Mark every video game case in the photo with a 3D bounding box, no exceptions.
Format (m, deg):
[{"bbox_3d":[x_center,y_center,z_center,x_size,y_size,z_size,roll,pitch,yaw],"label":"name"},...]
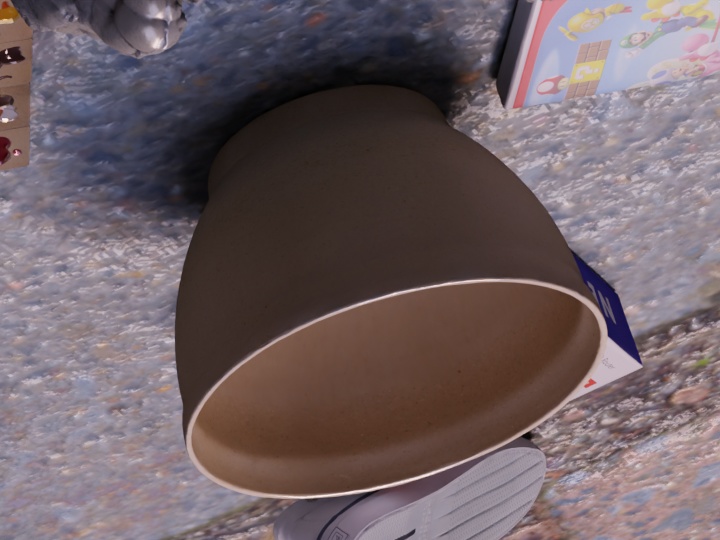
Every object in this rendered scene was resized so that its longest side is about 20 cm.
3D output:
[{"bbox_3d":[0.168,-0.133,1.196,0.198,0.018,0.143,-10,152,-13],"label":"video game case"}]

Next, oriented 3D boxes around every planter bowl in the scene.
[{"bbox_3d":[0.000,0.000,1.218,0.199,0.136,0.201,-14,153,-7],"label":"planter bowl"}]

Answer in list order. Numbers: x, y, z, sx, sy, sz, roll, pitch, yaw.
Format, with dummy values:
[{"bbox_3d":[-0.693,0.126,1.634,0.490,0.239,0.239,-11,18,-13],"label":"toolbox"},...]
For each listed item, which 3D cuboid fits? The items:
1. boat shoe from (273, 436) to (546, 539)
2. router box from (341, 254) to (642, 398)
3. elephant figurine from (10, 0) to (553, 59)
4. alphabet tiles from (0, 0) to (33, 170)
[{"bbox_3d":[0.031,0.130,1.555,0.199,0.067,0.074,-13,123,-50],"label":"boat shoe"},{"bbox_3d":[0.033,0.039,1.402,0.179,0.049,0.200,-26,151,16],"label":"router box"},{"bbox_3d":[-0.037,-0.154,0.938,0.141,0.156,0.199,5,-160,39],"label":"elephant figurine"},{"bbox_3d":[-0.216,-0.086,1.078,0.166,0.008,0.200,-9,151,-14],"label":"alphabet tiles"}]
